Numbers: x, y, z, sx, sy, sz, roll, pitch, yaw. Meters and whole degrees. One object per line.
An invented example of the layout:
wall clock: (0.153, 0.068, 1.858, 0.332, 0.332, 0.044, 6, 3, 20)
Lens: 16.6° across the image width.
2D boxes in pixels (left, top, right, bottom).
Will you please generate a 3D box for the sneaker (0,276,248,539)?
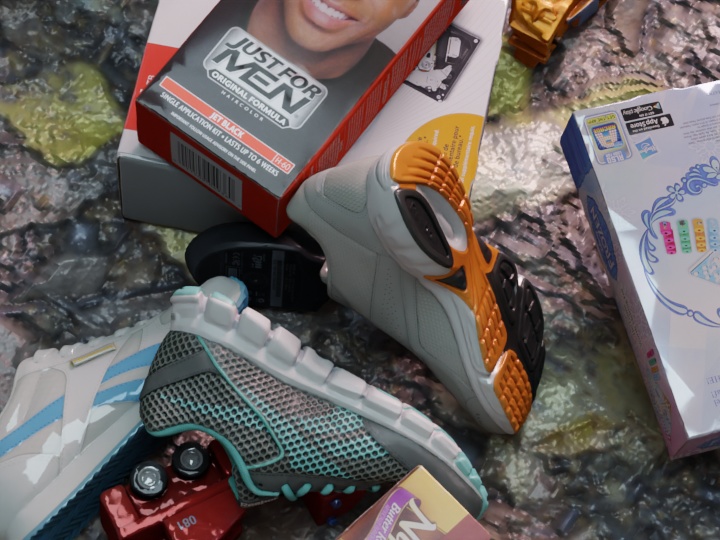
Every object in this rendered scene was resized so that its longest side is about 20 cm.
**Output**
sneaker: (-0.141, 0.066, 1.349, 0.081, 0.077, 0.200, 40, 67, 15)

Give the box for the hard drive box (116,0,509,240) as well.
hard drive box: (-0.026, -0.094, 1.428, 0.200, 0.077, 0.156, 10, 65, 2)

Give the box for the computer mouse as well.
computer mouse: (0.000, 0.000, 1.399, 0.200, 0.059, 0.034, 9, 50, -1)

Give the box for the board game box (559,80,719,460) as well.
board game box: (0.236, -0.014, 1.374, 0.200, 0.043, 0.199, -13, 69, -13)

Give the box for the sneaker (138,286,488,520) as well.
sneaker: (-0.029, 0.092, 1.300, 0.200, 0.078, 0.091, 30, 84, -2)

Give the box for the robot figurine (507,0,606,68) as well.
robot figurine: (0.118, -0.228, 1.509, 0.145, 0.058, 0.200, 30, 68, 10)

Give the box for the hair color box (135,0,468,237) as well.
hair color box: (-0.025, -0.128, 1.363, 0.101, 0.061, 0.200, 34, 71, 9)

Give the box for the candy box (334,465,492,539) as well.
candy box: (0.001, 0.184, 1.233, 0.117, 0.200, 0.056, -40, 74, -19)

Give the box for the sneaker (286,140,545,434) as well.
sneaker: (0.031, 0.012, 1.347, 0.092, 0.200, 0.076, -6, 39, 33)

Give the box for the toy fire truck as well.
toy fire truck: (-0.071, 0.162, 1.322, 0.200, 0.049, 0.141, -24, 70, -16)
